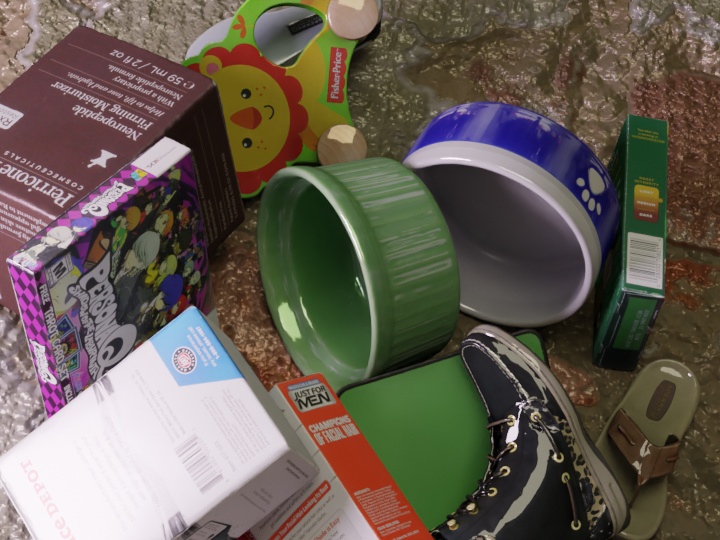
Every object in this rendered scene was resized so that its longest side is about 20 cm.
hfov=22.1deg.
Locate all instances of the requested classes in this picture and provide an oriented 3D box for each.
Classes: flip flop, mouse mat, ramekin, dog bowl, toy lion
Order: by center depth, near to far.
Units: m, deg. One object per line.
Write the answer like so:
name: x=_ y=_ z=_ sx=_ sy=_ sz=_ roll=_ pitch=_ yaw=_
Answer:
mouse mat: x=0.081 y=0.149 z=1.535 sx=0.198 sy=0.008 sz=0.162 roll=-16 pitch=98 yaw=-20
ramekin: x=0.000 y=0.000 z=1.573 sx=0.097 sy=0.201 sz=0.201 roll=-16 pitch=59 yaw=-28
flip flop: x=0.247 y=0.148 z=1.590 sx=0.081 sy=0.058 sz=0.201 roll=27 pitch=54 yaw=7
dog bowl: x=0.123 y=-0.048 z=1.618 sx=0.199 sy=0.201 sz=0.079 roll=25 pitch=53 yaw=8
toy lion: x=-0.086 y=-0.165 z=1.704 sx=0.190 sy=0.069 sz=0.202 roll=5 pitch=90 yaw=-7

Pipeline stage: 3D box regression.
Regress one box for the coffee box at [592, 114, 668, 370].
coffee box: x=0.245 y=-0.027 z=1.672 sx=0.044 sy=0.123 sz=0.201 roll=8 pitch=54 yaw=-2

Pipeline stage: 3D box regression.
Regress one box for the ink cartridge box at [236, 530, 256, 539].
ink cartridge box: x=-0.101 y=0.290 z=1.448 sx=0.176 sy=0.045 sz=0.200 roll=-33 pitch=66 yaw=-26

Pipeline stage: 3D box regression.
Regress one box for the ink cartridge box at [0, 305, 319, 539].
ink cartridge box: x=-0.156 y=0.151 z=1.414 sx=0.200 sy=0.086 sz=0.147 roll=-38 pitch=63 yaw=2

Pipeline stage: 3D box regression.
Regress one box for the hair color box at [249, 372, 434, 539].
hair color box: x=-0.025 y=0.196 z=1.466 sx=0.064 sy=0.111 sz=0.201 roll=-12 pitch=61 yaw=-50

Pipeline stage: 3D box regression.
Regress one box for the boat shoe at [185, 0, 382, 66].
boat shoe: x=-0.072 y=-0.216 z=1.781 sx=0.198 sy=0.068 sz=0.074 roll=-26 pitch=65 yaw=-11

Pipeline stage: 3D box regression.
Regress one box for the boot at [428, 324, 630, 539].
boot: x=0.108 y=0.160 z=1.477 sx=0.153 sy=0.073 sz=0.204 roll=-33 pitch=88 yaw=-27

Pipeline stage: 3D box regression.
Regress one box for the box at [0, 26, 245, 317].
box: x=-0.228 y=-0.070 z=1.577 sx=0.165 sy=0.165 sz=0.200 roll=24 pitch=53 yaw=28

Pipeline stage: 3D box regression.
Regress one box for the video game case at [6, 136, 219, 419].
video game case: x=-0.194 y=0.021 z=1.492 sx=0.036 sy=0.201 sz=0.181 roll=24 pitch=49 yaw=30
